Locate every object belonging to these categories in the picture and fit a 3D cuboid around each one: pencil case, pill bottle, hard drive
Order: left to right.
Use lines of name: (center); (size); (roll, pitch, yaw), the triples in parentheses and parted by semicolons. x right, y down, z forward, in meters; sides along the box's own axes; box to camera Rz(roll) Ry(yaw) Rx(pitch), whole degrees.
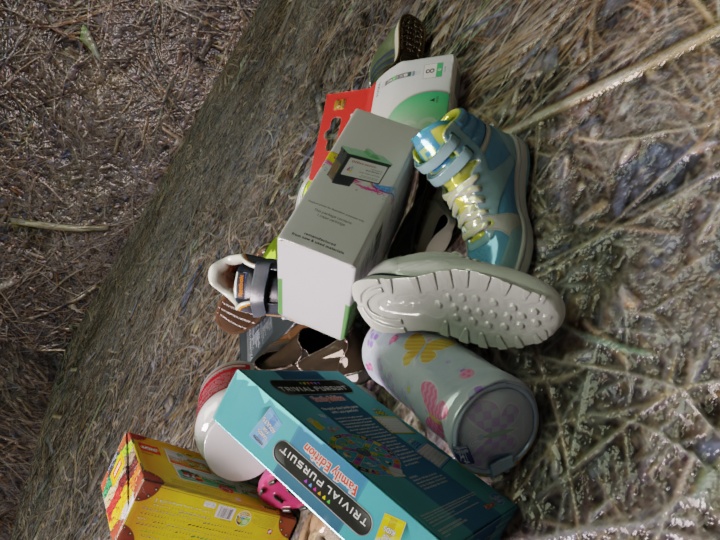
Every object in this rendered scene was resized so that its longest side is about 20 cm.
pill bottle: (-0.160, 0.195, 0.856); (0.113, 0.112, 0.200); (-64, 13, 1)
hard drive: (-0.129, 0.080, 1.031); (0.200, 0.033, 0.140); (-51, 29, 25)
pencil case: (0.074, 0.103, 0.593); (0.083, 0.091, 0.200); (-32, 25, -12)

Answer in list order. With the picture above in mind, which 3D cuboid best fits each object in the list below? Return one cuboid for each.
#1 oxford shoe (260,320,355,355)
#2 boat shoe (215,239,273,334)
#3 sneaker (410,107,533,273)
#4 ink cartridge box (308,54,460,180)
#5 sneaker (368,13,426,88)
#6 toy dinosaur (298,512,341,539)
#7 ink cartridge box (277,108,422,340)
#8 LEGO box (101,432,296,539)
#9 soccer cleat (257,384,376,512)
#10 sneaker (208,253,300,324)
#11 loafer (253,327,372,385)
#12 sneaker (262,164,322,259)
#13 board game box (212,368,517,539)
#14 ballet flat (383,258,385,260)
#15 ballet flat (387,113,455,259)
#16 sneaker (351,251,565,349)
oxford shoe: (-0.067, 0.098, 0.888); (0.200, 0.071, 0.071); (-34, 15, 42)
boat shoe: (-0.161, 0.024, 1.041); (0.202, 0.075, 0.075); (-46, 9, 34)
sneaker: (0.100, -0.071, 0.639); (0.079, 0.130, 0.201); (-32, 43, 46)
ink cartridge box: (0.027, -0.203, 0.865); (0.199, 0.050, 0.161); (-1, 60, 19)
sneaker: (0.047, -0.292, 1.006); (0.090, 0.067, 0.201); (-30, 41, 59)
toy dinosaur: (-0.025, 0.249, 0.647); (0.200, 0.086, 0.136); (-52, 29, 33)
ink cartridge box: (-0.011, -0.051, 0.703); (0.145, 0.084, 0.200); (100, -166, -56)
LEGO box: (-0.200, 0.284, 0.798); (0.149, 0.200, 0.077); (16, 80, 63)
soccer cleat: (-0.045, 0.206, 0.750); (0.200, 0.070, 0.086); (-44, 16, 32)
sneaker: (-0.102, 0.024, 0.794); (0.199, 0.079, 0.079); (7, 92, 35)
loafer: (-0.059, 0.100, 0.796); (0.199, 0.072, 0.073); (-13, 15, 36)
sneaker: (-0.053, -0.060, 0.882); (0.081, 0.074, 0.201); (14, 73, 42)
board game box: (0.007, 0.150, 0.502); (0.200, 0.151, 0.047); (32, 97, 29)
ballet flat: (0.000, 0.000, 0.840); (0.200, 0.069, 0.070); (16, 82, 63)
ballet flat: (0.094, -0.078, 0.739); (0.068, 0.068, 0.201); (32, 106, 53)
sneaker: (0.088, 0.014, 0.575); (0.199, 0.077, 0.080); (7, 31, 38)
